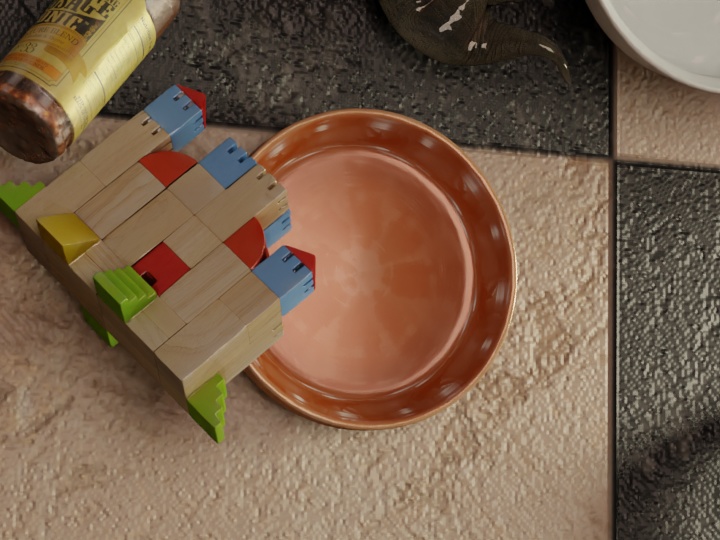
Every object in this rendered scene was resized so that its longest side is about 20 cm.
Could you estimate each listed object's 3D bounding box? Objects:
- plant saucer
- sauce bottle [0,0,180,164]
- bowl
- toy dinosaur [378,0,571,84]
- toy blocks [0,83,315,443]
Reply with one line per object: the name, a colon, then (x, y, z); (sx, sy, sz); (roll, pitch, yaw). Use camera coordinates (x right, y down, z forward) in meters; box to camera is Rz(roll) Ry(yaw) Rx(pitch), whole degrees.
plant saucer: (0.000, 0.000, 1.658); (0.200, 0.032, 0.200); (2, 83, -19)
sauce bottle: (-0.152, -0.151, 1.599); (0.066, 0.066, 0.200); (41, 58, -10)
bowl: (0.216, -0.205, 1.733); (0.201, 0.090, 0.201); (3, 82, -19)
toy dinosaur: (0.048, -0.180, 1.689); (0.102, 0.077, 0.200); (-44, 103, -8)
toy blocks: (-0.101, -0.017, 1.575); (0.137, 0.100, 0.200); (-40, 69, -16)
